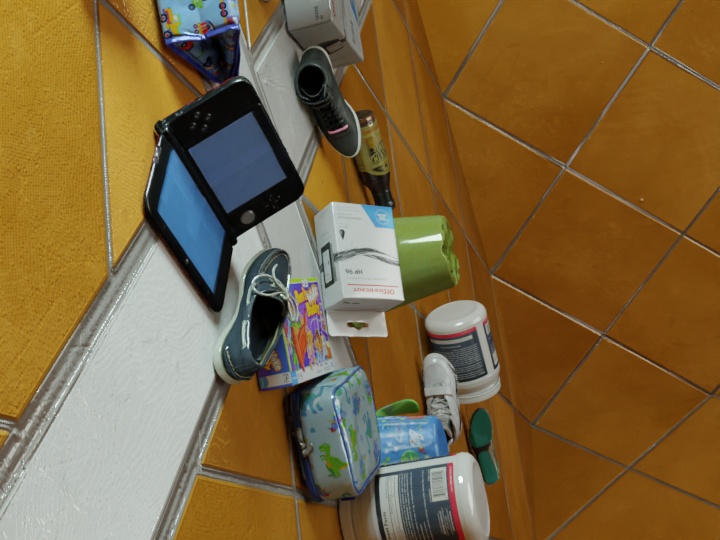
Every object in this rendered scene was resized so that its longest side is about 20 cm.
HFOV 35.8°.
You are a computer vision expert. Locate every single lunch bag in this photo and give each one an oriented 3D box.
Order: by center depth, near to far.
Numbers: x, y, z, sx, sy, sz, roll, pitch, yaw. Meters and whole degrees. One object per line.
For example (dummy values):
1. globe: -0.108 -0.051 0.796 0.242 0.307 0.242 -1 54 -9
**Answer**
1. lunch bag: -0.190 -0.325 1.379 0.200 0.093 0.152 71 8 -82
2. lunch bag: -0.030 0.226 1.534 0.200 0.082 0.162 -30 107 -76

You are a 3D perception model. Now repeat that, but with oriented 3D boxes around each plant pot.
1. plant pot: 0.065 -0.017 1.901 0.200 0.189 0.201 -12 90 -76

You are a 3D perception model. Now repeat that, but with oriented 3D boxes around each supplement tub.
1. supplement tub: 0.080 0.349 1.630 0.140 0.199 0.141 -12 90 -76
2. supplement tub: 0.233 0.182 2.496 0.140 0.139 0.201 -67 143 -67

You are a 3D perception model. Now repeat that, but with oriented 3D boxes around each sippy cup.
1. sippy cup: 0.072 0.292 1.796 0.140 0.129 0.179 37 44 -69

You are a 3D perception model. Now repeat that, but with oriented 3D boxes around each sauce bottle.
1. sauce bottle: 0.024 -0.210 2.163 0.066 0.066 0.201 -77 151 -61

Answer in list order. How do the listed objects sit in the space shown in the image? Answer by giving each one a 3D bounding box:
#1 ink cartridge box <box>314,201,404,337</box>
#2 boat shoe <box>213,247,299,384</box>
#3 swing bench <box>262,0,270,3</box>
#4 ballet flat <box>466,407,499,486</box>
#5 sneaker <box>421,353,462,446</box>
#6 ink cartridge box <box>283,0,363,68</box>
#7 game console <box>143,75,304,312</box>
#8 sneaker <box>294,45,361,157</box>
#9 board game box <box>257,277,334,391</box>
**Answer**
1. ink cartridge box: 0.000 0.000 1.760 0.115 0.068 0.201 3 70 -30
2. boat shoe: -0.113 0.044 1.305 0.075 0.062 0.201 51 39 -25
3. swing bench: -0.088 -0.545 1.696 0.130 0.198 0.201 43 37 -67
4. ballet flat: 0.298 0.438 2.776 0.064 0.075 0.202 -179 -100 -72
5. sneaker: 0.169 0.279 2.322 0.115 0.075 0.201 -60 140 -74
6. ink cartridge box: -0.068 -0.457 1.951 0.200 0.083 0.146 32 48 -72
7. game console: -0.147 -0.084 1.257 0.119 0.172 0.200 54 -6 42
8. sneaker: -0.059 -0.273 1.876 0.099 0.070 0.201 -64 135 -66
9. board game box: -0.093 0.080 1.476 0.200 0.044 0.135 -4 82 -76
